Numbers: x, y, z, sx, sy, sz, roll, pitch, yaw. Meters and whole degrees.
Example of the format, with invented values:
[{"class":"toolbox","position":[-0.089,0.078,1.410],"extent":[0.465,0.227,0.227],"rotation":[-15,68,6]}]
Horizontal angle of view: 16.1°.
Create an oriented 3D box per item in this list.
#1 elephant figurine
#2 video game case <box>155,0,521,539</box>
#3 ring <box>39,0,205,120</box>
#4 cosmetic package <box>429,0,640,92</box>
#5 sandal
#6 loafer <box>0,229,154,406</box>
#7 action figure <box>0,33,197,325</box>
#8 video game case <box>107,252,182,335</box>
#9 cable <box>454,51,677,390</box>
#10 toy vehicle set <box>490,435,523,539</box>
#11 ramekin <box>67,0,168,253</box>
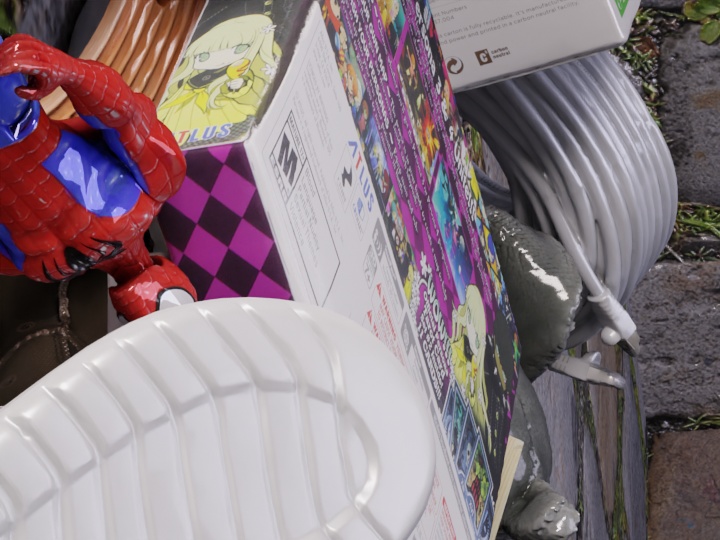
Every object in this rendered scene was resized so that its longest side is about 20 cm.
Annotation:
[{"class":"elephant figurine","position":[0.017,0.011,1.053],"extent":[0.142,0.155,0.201],"rotation":[82,14,-81]},{"class":"video game case","position":[0.000,0.000,0.724],"extent":[0.181,0.036,0.200],"rotation":[-73,151,-52]},{"class":"ring","position":[-0.096,-0.097,0.615],"extent":[0.200,0.019,0.201],"rotation":[-27,124,-51]},{"class":"cosmetic package","position":[0.037,-0.183,0.970],"extent":[0.200,0.085,0.108],"rotation":[65,26,-25]},{"class":"sandal","position":[-0.071,0.062,0.581],"extent":[0.202,0.050,0.083],"rotation":[-24,98,-34]},{"class":"loafer","position":[-0.078,0.043,0.707],"extent":[0.200,0.071,0.073],"rotation":[-80,163,-54]},{"class":"action figure","position":[-0.092,-0.039,0.548],"extent":[0.200,0.065,0.052],"rotation":[45,20,-47]},{"class":"video game case","position":[-0.036,0.102,0.683],"extent":[0.143,0.017,0.201],"rotation":[21,68,-73]},{"class":"cable","position":[0.049,-0.056,1.140],"extent":[0.069,0.200,0.200],"rotation":[-40,129,-30]},{"class":"toy vehicle set","position":[0.003,0.159,0.938],"extent":[0.200,0.026,0.124],"rotation":[114,-2,-48]},{"class":"ramekin","position":[-0.034,-0.026,0.898],"extent":[0.200,0.105,0.201],"rotation":[-4,90,-80]}]
